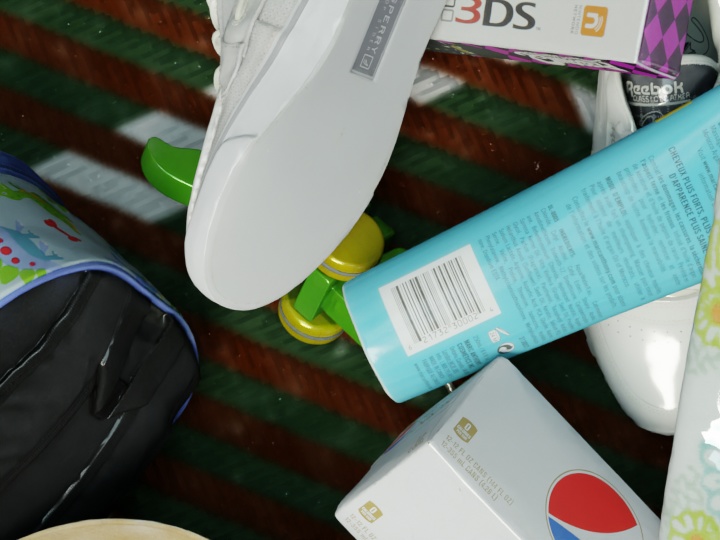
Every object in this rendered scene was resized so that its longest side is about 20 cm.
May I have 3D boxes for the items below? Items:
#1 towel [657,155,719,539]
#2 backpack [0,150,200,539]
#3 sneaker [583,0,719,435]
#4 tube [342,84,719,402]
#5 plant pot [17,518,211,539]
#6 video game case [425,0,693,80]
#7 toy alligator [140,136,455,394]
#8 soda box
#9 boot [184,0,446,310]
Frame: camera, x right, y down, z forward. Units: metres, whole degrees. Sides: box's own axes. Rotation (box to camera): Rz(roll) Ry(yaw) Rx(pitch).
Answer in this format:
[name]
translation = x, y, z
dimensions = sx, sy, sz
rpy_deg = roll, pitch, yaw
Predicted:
[towel]
translation = 0.196, 0.034, 0.899
dimensions = 0.171, 0.048, 0.201
rpy_deg = 14, 99, 30
[backpack]
translation = -0.178, 0.050, 1.003
dimensions = 0.200, 0.183, 0.147
rpy_deg = -45, 62, -3
[sneaker]
translation = 0.119, -0.034, 1.016
dimensions = 0.076, 0.080, 0.201
rpy_deg = -1, 90, 6
[tube]
translation = 0.092, -0.013, 0.971
dimensions = 0.199, 0.050, 0.078
rpy_deg = -24, 110, 8
[plant pot]
translation = -0.095, 0.190, 0.927
dimensions = 0.199, 0.027, 0.201
rpy_deg = -7, 68, 17
[video game case]
translation = 0.062, -0.183, 1.007
dimensions = 0.181, 0.036, 0.201
rpy_deg = 11, 90, 39
[toy alligator]
translation = 0.000, 0.000, 1.046
dimensions = 0.200, 0.059, 0.054
rpy_deg = 37, 53, 7
[soda box]
translation = 0.089, 0.132, 0.968
dimensions = 0.200, 0.064, 0.068
rpy_deg = 46, 134, -3
[boot]
translation = -0.030, -0.088, 1.005
dimensions = 0.095, 0.073, 0.201
rpy_deg = 29, 91, 45
